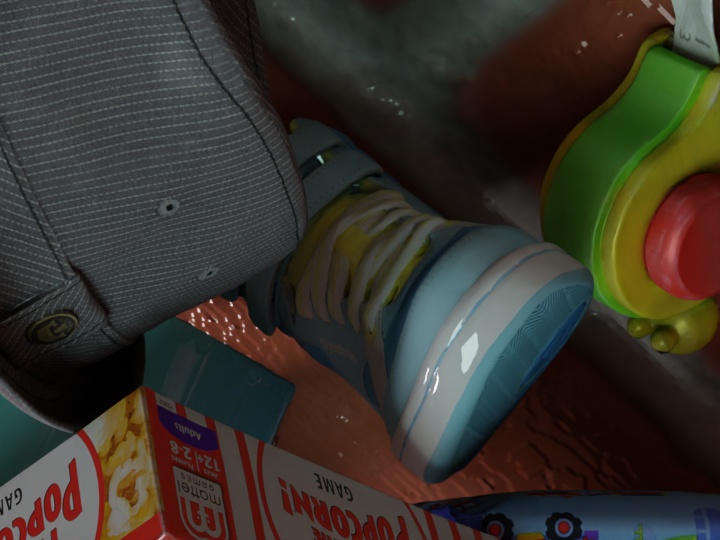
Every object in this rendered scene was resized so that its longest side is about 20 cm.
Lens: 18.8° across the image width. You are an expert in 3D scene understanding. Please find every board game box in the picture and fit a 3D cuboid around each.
[{"bbox_3d":[-0.075,0.120,0.617,0.200,0.046,0.151,-36,139,27],"label":"board game box"}]

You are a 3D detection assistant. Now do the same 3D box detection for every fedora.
[{"bbox_3d":[-0.069,-0.055,0.559,0.090,0.177,0.200,-18,140,7],"label":"fedora"}]

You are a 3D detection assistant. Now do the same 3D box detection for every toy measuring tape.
[{"bbox_3d":[0.086,-0.050,0.689,0.073,0.074,0.201,0,127,19],"label":"toy measuring tape"}]

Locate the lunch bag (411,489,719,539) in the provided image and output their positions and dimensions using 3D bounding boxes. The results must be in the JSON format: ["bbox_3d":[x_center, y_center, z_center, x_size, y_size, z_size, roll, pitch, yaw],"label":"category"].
[{"bbox_3d":[0.089,0.109,0.754,0.150,0.200,0.095,2,95,-7],"label":"lunch bag"}]

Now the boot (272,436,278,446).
[{"bbox_3d":[-0.117,0.101,0.886,0.107,0.075,0.200,43,130,-9],"label":"boot"}]

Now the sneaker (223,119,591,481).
[{"bbox_3d":[0.000,0.000,0.694,0.130,0.080,0.200,41,171,6],"label":"sneaker"}]

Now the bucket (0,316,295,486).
[{"bbox_3d":[-0.130,0.057,0.756,0.207,0.135,0.207,28,175,3],"label":"bucket"}]
